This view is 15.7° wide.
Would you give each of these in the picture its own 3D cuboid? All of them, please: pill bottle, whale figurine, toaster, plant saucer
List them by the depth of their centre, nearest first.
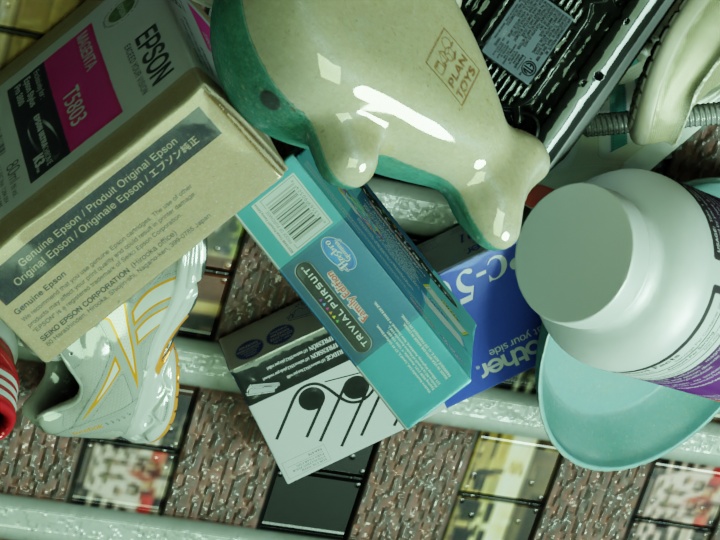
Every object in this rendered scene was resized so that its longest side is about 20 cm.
[{"bbox_3d":[0.007,-0.091,1.326,0.200,0.159,0.104,44,136,-20],"label":"whale figurine"},{"bbox_3d":[0.069,-0.150,1.424,0.181,0.119,0.200,36,105,8],"label":"toaster"},{"bbox_3d":[0.173,0.008,1.469,0.200,0.112,0.113,17,114,-51],"label":"pill bottle"},{"bbox_3d":[0.176,0.028,1.604,0.199,0.036,0.201,-21,128,-29],"label":"plant saucer"}]

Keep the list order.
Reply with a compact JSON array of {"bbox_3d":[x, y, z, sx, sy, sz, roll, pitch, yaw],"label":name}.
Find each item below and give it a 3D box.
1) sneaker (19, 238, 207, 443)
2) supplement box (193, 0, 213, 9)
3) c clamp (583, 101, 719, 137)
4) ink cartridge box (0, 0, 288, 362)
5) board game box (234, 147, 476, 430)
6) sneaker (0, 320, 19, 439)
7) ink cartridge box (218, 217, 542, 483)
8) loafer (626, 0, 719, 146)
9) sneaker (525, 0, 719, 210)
[{"bbox_3d":[-0.148,0.016,1.513,0.092,0.076,0.201,-4,118,-28],"label":"sneaker"},{"bbox_3d":[-0.029,-0.242,1.363,0.200,0.126,0.073,-46,145,22],"label":"supplement box"},{"bbox_3d":[0.174,-0.111,1.497,0.199,0.027,0.172,0,97,-2],"label":"c clamp"},{"bbox_3d":[-0.141,-0.066,1.409,0.165,0.200,0.075,-39,119,7],"label":"ink cartridge box"},{"bbox_3d":[0.000,0.000,1.454,0.047,0.200,0.151,-38,93,7],"label":"board game box"},{"bbox_3d":[-0.277,0.039,1.477,0.199,0.116,0.079,19,110,-24],"label":"sneaker"},{"bbox_3d":[0.024,0.044,1.598,0.199,0.044,0.094,-26,122,-1],"label":"ink cartridge box"},{"bbox_3d":[0.217,-0.148,1.451,0.068,0.076,0.200,32,89,2],"label":"loafer"},{"bbox_3d":[0.153,-0.114,1.535,0.093,0.070,0.200,35,107,-33],"label":"sneaker"}]
